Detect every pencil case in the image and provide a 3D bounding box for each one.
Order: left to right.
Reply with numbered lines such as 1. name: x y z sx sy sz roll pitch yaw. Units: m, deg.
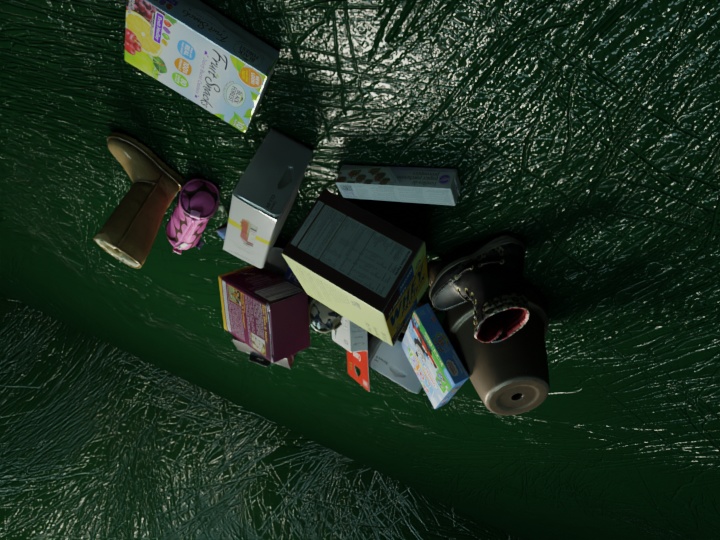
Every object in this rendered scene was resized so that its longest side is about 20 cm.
1. pencil case: -0.350 -0.109 1.177 0.089 0.095 0.200 27 152 -14
2. pencil case: -0.089 0.082 1.256 0.089 0.078 0.200 37 178 -13

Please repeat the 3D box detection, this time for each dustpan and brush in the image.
1. dustpan and brush: -0.147 -0.021 1.233 0.197 0.058 0.139 15 166 34

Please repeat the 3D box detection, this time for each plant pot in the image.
1. plant pot: 0.257 0.154 1.018 0.195 0.177 0.203 -4 135 -4

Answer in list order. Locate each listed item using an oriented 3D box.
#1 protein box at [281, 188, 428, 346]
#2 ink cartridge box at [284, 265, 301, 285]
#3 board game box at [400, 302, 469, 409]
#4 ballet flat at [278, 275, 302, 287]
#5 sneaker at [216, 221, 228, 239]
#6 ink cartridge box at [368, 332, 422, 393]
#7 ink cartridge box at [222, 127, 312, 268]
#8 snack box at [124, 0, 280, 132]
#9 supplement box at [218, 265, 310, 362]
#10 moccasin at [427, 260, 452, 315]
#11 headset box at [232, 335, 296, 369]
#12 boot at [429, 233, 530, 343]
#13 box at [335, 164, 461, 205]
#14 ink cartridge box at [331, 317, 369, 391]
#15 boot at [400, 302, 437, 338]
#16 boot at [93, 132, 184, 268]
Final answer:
1. protein box: 0.000 0.000 0.985 0.197 0.136 0.199 29 165 18
2. ink cartridge box: -0.048 0.006 1.157 0.196 0.044 0.096 22 114 2
3. board game box: 0.138 0.171 1.100 0.153 0.036 0.201 62 166 21
4. ballet flat: -0.201 0.040 1.297 0.075 0.065 0.198 24 171 -37
5. sneaker: -0.213 -0.071 1.144 0.198 0.075 0.080 0 123 52
6. ink cartridge box: 0.065 0.188 1.316 0.144 0.089 0.200 32 -179 -16
7. ink cartridge box: -0.160 -0.117 0.962 0.082 0.147 0.200 26 152 -6
8. snack box: -0.223 -0.297 0.788 0.197 0.054 0.142 29 153 -13
9. supplement box: -0.203 0.083 1.194 0.198 0.102 0.134 23 122 44
10. moccasin: 0.176 0.056 1.096 0.077 0.074 0.202 26 162 45
11. headset box: -0.210 0.132 1.383 0.145 0.203 0.076 16 153 9
12. boot: 0.191 0.047 0.927 0.073 0.153 0.198 35 129 -29
13. box: 0.056 -0.134 0.883 0.196 0.039 0.042 7 151 28
14. ink cartridge box: -0.026 0.162 1.267 0.042 0.179 0.200 -2 -179 -14
15. boot: 0.063 0.094 1.247 0.196 0.077 0.074 17 157 17
16. boot: -0.443 -0.136 1.080 0.174 0.203 0.066 35 150 -25
